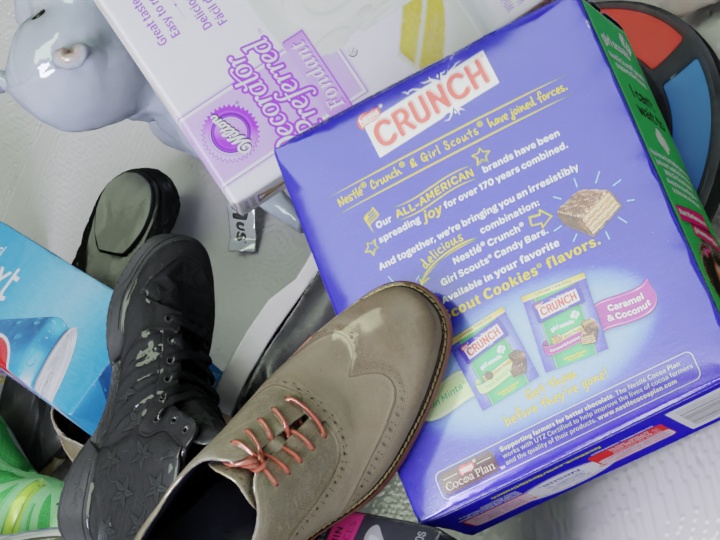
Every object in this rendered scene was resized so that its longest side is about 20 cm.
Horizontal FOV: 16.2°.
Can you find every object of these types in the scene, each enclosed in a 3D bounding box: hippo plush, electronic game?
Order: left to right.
[{"bbox_3d":[-0.131,-0.115,1.423,0.159,0.161,0.200,-17,69,61],"label":"hippo plush"},{"bbox_3d":[0.101,-0.046,1.273,0.200,0.042,0.200,-24,51,33],"label":"electronic game"}]

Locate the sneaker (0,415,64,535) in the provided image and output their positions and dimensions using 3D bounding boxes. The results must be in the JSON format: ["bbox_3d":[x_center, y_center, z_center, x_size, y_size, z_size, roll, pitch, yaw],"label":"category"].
[{"bbox_3d":[-0.170,0.145,1.397,0.084,0.074,0.200,-42,55,10],"label":"sneaker"}]

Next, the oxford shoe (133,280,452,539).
[{"bbox_3d":[-0.031,0.085,1.113,0.070,0.075,0.200,37,85,12],"label":"oxford shoe"}]

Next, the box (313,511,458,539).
[{"bbox_3d":[-0.021,0.180,1.200,0.200,0.106,0.122,4,68,46],"label":"box"}]

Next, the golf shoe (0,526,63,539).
[{"bbox_3d":[-0.193,0.163,1.299,0.200,0.097,0.078,-17,69,22],"label":"golf shoe"}]

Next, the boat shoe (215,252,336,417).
[{"bbox_3d":[0.000,0.000,1.285,0.200,0.060,0.074,-57,-4,-15],"label":"boat shoe"}]

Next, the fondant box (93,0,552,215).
[{"bbox_3d":[-0.020,-0.144,1.302,0.200,0.058,0.144,-34,87,-2],"label":"fondant box"}]

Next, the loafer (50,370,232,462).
[{"bbox_3d":[-0.092,0.090,1.355,0.200,0.067,0.076,-10,59,40],"label":"loafer"}]

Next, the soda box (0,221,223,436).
[{"bbox_3d":[-0.157,0.037,1.356,0.068,0.064,0.200,-54,34,-7],"label":"soda box"}]

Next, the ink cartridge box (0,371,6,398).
[{"bbox_3d":[-0.274,0.059,1.490,0.084,0.145,0.200,-19,53,34],"label":"ink cartridge box"}]

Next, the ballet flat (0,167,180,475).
[{"bbox_3d":[-0.154,0.035,1.475,0.066,0.057,0.200,26,90,27],"label":"ballet flat"}]

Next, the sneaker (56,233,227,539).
[{"bbox_3d":[-0.084,0.078,1.207,0.104,0.060,0.200,0,69,46],"label":"sneaker"}]

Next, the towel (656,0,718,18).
[{"bbox_3d":[0.188,-0.234,1.211,0.200,0.191,0.032,-19,22,35],"label":"towel"}]

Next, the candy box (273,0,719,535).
[{"bbox_3d":[0.076,-0.002,1.178,0.169,0.077,0.200,-27,71,16],"label":"candy box"}]
